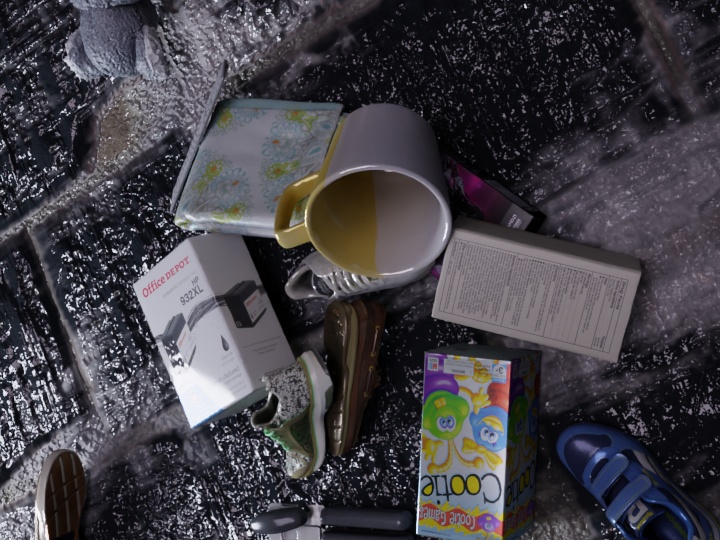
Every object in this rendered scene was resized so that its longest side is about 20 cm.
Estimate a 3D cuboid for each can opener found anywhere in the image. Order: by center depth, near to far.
[{"bbox_3d":[-0.036,0.310,1.421,0.199,0.067,0.054,-3,92,28],"label":"can opener"}]

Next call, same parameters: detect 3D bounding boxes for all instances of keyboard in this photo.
[{"bbox_3d":[-0.201,-0.164,1.472,0.011,0.056,0.200,21,120,-10],"label":"keyboard"}]

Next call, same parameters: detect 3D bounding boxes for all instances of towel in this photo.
[{"bbox_3d":[-0.113,-0.123,1.410,0.199,0.048,0.172,6,64,28],"label":"towel"}]

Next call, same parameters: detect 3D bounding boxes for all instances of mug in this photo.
[{"bbox_3d":[0.005,-0.100,1.259,0.186,0.153,0.150,6,134,0],"label":"mug"}]

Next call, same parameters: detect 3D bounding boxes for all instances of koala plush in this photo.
[{"bbox_3d":[-0.307,-0.333,1.486,0.177,0.184,0.201,8,108,27],"label":"koala plush"}]

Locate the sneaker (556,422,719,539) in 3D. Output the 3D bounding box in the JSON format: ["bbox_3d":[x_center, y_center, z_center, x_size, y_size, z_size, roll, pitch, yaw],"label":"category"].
[{"bbox_3d":[0.285,0.232,1.242,0.200,0.082,0.074,39,110,23],"label":"sneaker"}]

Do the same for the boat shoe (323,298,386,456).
[{"bbox_3d":[-0.006,0.127,1.392,0.072,0.067,0.201,43,133,54],"label":"boat shoe"}]

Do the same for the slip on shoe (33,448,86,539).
[{"bbox_3d":[-0.417,0.341,1.624,0.060,0.076,0.201,5,101,39],"label":"slip on shoe"}]

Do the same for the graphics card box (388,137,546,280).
[{"bbox_3d":[0.095,-0.065,1.345,0.200,0.051,0.126,39,108,20],"label":"graphics card box"}]

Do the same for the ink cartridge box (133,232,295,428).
[{"bbox_3d":[-0.178,0.070,1.455,0.145,0.084,0.201,-34,76,44],"label":"ink cartridge box"}]

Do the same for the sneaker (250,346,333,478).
[{"bbox_3d":[-0.089,0.173,1.398,0.077,0.088,0.200,-119,27,-44],"label":"sneaker"}]

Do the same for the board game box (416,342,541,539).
[{"bbox_3d":[0.131,0.188,1.307,0.103,0.105,0.201,5,95,27],"label":"board game box"}]

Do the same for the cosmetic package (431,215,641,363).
[{"bbox_3d":[0.184,0.017,1.252,0.199,0.073,0.104,15,106,7],"label":"cosmetic package"}]

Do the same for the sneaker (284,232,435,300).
[{"bbox_3d":[0.000,0.000,1.348,0.200,0.080,0.077,-15,103,47],"label":"sneaker"}]
